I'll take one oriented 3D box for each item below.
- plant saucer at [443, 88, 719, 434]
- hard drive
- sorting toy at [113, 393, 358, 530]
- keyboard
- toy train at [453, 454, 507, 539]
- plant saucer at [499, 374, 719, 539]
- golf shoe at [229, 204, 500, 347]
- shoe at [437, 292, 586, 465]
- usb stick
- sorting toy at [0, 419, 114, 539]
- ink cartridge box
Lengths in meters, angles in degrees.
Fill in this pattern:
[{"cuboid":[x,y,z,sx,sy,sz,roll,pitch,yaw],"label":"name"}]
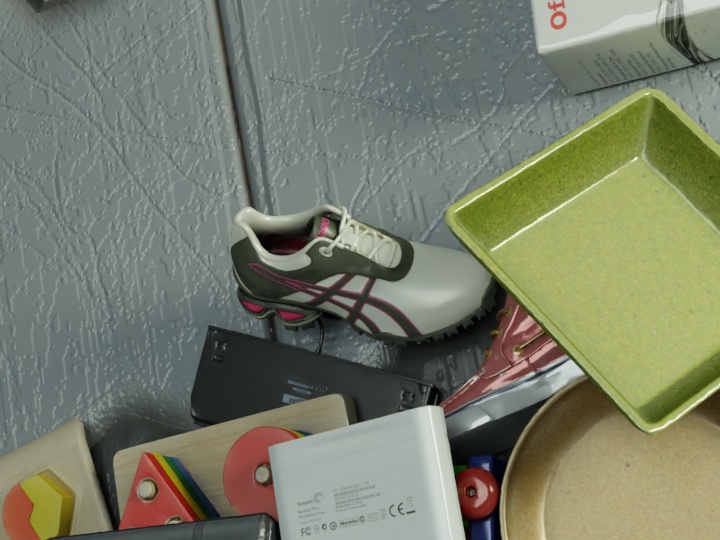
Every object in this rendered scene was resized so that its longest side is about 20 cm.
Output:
[{"cuboid":[0.184,-0.002,1.107,0.199,0.048,0.200,-31,67,-26],"label":"plant saucer"},{"cuboid":[0.011,0.201,1.103,0.132,0.027,0.201,-17,74,30],"label":"hard drive"},{"cuboid":[-0.091,0.203,1.209,0.199,0.070,0.200,-17,73,22],"label":"sorting toy"},{"cuboid":[-0.032,0.075,1.256,0.199,0.021,0.128,13,87,27],"label":"keyboard"},{"cuboid":[0.050,0.229,1.132,0.115,0.085,0.201,-6,73,22],"label":"toy train"},{"cuboid":[0.191,0.159,1.094,0.199,0.035,0.201,-2,74,8],"label":"plant saucer"},{"cuboid":[0.000,0.000,1.206,0.199,0.088,0.077,2,50,15],"label":"golf shoe"},{"cuboid":[0.114,0.055,1.165,0.200,0.071,0.091,-30,64,10],"label":"shoe"},{"cuboid":[-0.143,0.204,1.176,0.199,0.033,0.056,-10,76,24],"label":"usb stick"},{"cuboid":[-0.270,0.237,1.314,0.185,0.036,0.201,-27,65,17],"label":"sorting toy"},{"cuboid":[0.218,-0.224,1.181,0.199,0.084,0.147,-13,71,21],"label":"ink cartridge box"}]
